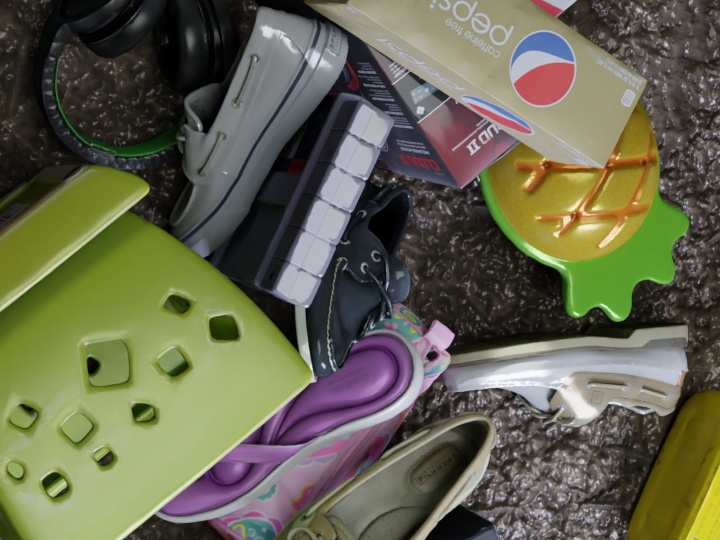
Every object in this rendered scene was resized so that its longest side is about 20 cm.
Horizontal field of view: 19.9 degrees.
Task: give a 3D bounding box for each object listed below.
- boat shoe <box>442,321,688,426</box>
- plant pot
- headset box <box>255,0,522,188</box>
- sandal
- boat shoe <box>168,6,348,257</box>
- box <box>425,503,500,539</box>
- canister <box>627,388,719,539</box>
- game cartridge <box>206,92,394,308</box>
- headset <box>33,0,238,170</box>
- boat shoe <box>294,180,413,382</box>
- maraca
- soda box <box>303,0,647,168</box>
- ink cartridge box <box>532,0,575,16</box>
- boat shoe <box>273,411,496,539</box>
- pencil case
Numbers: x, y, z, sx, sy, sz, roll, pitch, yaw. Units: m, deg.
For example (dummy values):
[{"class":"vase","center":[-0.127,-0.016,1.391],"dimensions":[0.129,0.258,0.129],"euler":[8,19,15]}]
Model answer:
[{"class":"boat shoe","center":[0.148,0.077,1.451],"dimensions":[0.199,0.075,0.069],"euler":[-4,94,-24]},{"class":"plant pot","center":[-0.178,0.047,1.240],"dimensions":[0.200,0.199,0.182],"euler":[-40,105,-14]},{"class":"headset box","center":[0.019,-0.142,1.318],"dimensions":[0.075,0.149,0.200],"euler":[-40,112,-13]},{"class":"sandal","center":[-0.058,0.090,1.318],"dimensions":[0.202,0.050,0.083],"euler":[-30,66,3]},{"class":"boat shoe","center":[-0.082,-0.092,1.284],"dimensions":[0.067,0.074,0.200],"euler":[25,126,-17]},{"class":"box","center":[0.015,0.287,1.397],"dimensions":[0.200,0.123,0.199],"euler":[-24,106,-17]},{"class":"canister","center":[0.313,0.190,1.537],"dimensions":[0.200,0.087,0.149],"euler":[27,87,-24]},{"class":"game cartridge","center":[-0.043,-0.049,1.277],"dimensions":[0.038,0.200,0.130],"euler":[21,88,-16]},{"class":"headset","center":[-0.133,-0.164,1.303],"dimensions":[0.123,0.094,0.200],"euler":[19,105,-31]},{"class":"boat shoe","center":[0.000,0.002,1.308],"dimensions":[0.066,0.200,0.075],"euler":[-1,117,9]},{"class":"maraca","center":[0.153,-0.059,1.413],"dimensions":[0.137,0.107,0.200],"euler":[-36,111,-13]},{"class":"soda box","center":[0.069,-0.137,1.222],"dimensions":[0.200,0.068,0.064],"euler":[29,85,-25]},{"class":"ink cartridge box","center":[0.064,-0.252,1.357],"dimensions":[0.144,0.084,0.200],"euler":[-40,111,-13]},{"class":"boat shoe","center":[0.007,0.161,1.301],"dimensions":[0.200,0.063,0.073],"euler":[-35,79,-25]},{"class":"pencil case","center":[-0.022,0.106,1.374],"dimensions":[0.087,0.087,0.200],"euler":[41,82,-24]}]
